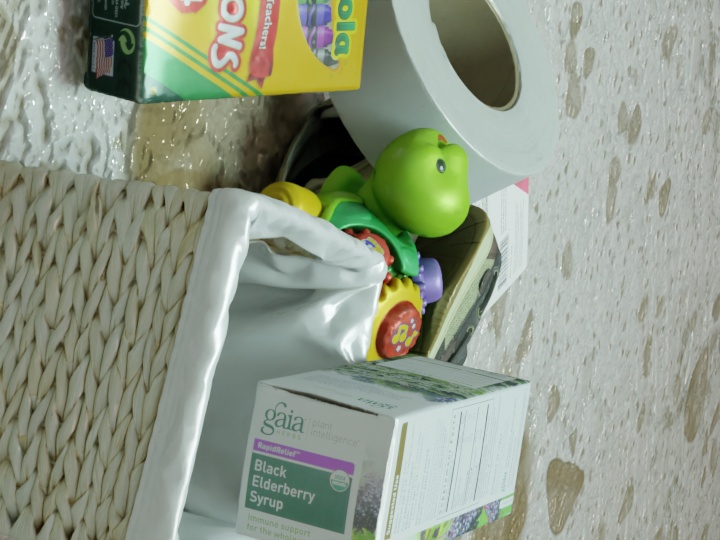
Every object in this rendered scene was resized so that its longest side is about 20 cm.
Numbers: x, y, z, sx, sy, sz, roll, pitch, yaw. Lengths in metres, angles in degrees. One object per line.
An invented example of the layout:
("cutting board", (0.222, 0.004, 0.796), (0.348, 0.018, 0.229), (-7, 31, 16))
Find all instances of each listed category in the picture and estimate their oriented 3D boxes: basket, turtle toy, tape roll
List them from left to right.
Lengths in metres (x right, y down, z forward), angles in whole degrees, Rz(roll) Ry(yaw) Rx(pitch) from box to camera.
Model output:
("basket", (-0.105, 0.060, 0.953), (0.198, 0.160, 0.201), (23, 77, -67))
("turtle toy", (0.000, 0.000, 1.143), (0.145, 0.101, 0.201), (19, 96, -57))
("tape roll", (0.052, -0.145, 1.234), (0.202, 0.071, 0.204), (33, 45, -41))

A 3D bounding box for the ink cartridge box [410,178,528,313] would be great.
("ink cartridge box", (0.060, -0.034, 1.398), (0.200, 0.084, 0.146), (-43, 137, -56))

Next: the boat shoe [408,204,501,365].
("boat shoe", (0.044, 0.051, 1.251), (0.066, 0.072, 0.202), (45, 66, -41))

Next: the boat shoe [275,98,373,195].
("boat shoe", (0.000, -0.088, 1.247), (0.069, 0.074, 0.200), (84, 28, -46))

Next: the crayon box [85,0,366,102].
("crayon box", (-0.058, -0.165, 1.012), (0.199, 0.051, 0.128), (-10, 110, -45))

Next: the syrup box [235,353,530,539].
("syrup box", (0.017, 0.096, 0.950), (0.200, 0.078, 0.082), (-6, 106, -65))
